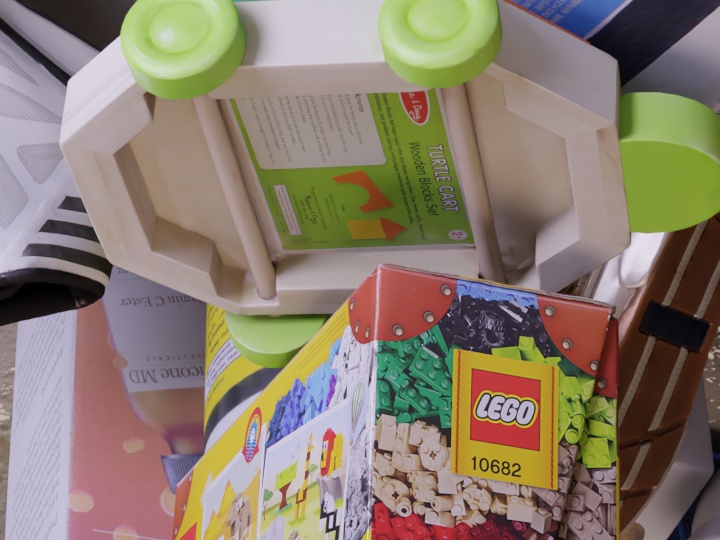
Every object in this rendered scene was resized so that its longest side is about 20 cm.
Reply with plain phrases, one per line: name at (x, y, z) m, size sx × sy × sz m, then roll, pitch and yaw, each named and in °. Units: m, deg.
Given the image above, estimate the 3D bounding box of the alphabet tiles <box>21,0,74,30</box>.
alphabet tiles at (-0.214, -0.096, 1.047) m, size 0.195 × 0.015 × 0.200 m, roll 22°, pitch 137°, yaw -24°

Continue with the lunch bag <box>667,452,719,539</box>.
lunch bag at (0.174, 0.200, 1.298) m, size 0.135 × 0.201 × 0.132 m, roll 11°, pitch 144°, yaw -25°

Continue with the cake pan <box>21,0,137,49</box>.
cake pan at (-0.136, -0.096, 1.005) m, size 0.199 × 0.037 × 0.201 m, roll 0°, pitch 142°, yaw 0°

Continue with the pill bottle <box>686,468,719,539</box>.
pill bottle at (0.208, 0.103, 1.161) m, size 0.113 × 0.200 × 0.113 m, roll 19°, pitch 124°, yaw 31°

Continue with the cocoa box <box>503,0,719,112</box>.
cocoa box at (0.041, -0.138, 0.848) m, size 0.131 × 0.201 × 0.133 m, roll 23°, pitch 139°, yaw -28°

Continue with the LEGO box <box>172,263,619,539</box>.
LEGO box at (0.003, 0.107, 0.846) m, size 0.077 × 0.150 × 0.200 m, roll 10°, pitch 155°, yaw -17°

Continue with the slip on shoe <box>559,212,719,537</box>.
slip on shoe at (0.091, 0.027, 1.092) m, size 0.076 × 0.061 × 0.201 m, roll 22°, pitch 94°, yaw -42°

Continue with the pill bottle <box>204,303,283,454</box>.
pill bottle at (0.000, 0.000, 1.029) m, size 0.112 × 0.201 × 0.113 m, roll -1°, pitch 143°, yaw -1°

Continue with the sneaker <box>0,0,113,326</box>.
sneaker at (-0.151, -0.051, 0.938) m, size 0.200 × 0.116 × 0.076 m, roll 31°, pitch 133°, yaw -32°

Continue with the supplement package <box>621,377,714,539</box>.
supplement package at (0.061, 0.087, 1.219) m, size 0.113 × 0.110 × 0.200 m, roll 8°, pitch 141°, yaw -14°

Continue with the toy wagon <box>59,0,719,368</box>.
toy wagon at (0.021, -0.028, 0.796) m, size 0.199 × 0.040 × 0.155 m, roll -2°, pitch 148°, yaw 9°

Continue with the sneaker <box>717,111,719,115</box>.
sneaker at (0.136, -0.108, 1.004) m, size 0.139 × 0.078 × 0.200 m, roll 22°, pitch 146°, yaw -30°

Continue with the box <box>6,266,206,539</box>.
box at (-0.053, 0.072, 1.108) m, size 0.152 × 0.201 × 0.106 m, roll 10°, pitch 141°, yaw -17°
